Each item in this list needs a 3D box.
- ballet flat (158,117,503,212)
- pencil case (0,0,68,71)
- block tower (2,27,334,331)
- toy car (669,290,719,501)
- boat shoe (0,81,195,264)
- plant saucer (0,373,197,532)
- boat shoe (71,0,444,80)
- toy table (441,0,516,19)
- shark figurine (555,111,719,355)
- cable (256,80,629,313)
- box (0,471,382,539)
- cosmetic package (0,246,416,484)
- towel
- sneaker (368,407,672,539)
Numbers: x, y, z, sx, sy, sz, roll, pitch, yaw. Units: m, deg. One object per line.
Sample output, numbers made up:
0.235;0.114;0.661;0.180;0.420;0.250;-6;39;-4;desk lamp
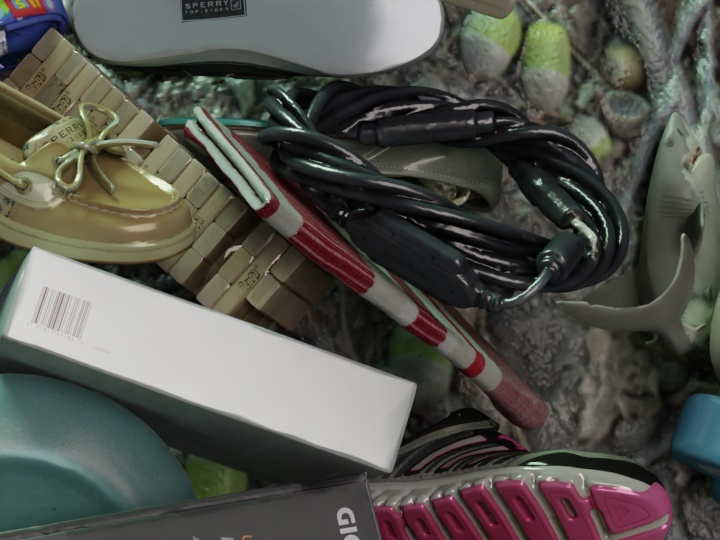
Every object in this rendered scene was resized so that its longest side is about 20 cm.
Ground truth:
-0.015;-0.052;1.250;0.199;0.067;0.064;-2;88;-17;ballet flat
-0.228;-0.193;1.208;0.087;0.078;0.201;-24;84;-27;pencil case
-0.107;-0.044;1.177;0.200;0.058;0.054;41;89;21;block tower
0.297;0.055;1.226;0.199;0.177;0.185;17;79;27;toy car
-0.170;-0.059;1.119;0.199;0.063;0.073;20;26;15;boat shoe
-0.172;0.150;1.116;0.199;0.036;0.201;-3;108;-8;plant saucer
-0.053;-0.134;1.222;0.199;0.057;0.069;2;85;8;boat shoe
0.008;-0.211;1.243;0.199;0.184;0.118;10;57;5;toy table
0.158;0.013;1.270;0.089;0.215;0.129;-9;113;18;shark figurine
0.041;-0.053;1.168;0.200;0.051;0.163;30;36;21;cable
-0.071;0.207;1.060;0.198;0.050;0.201;-7;74;-18;box
-0.089;0.055;1.154;0.199;0.151;0.052;20;73;-12;cosmetic package
0.000;0.000;1.170;0.200;0.144;0.023;38;95;-29;towel
0.072;0.111;1.186;0.074;0.199;0.088;62;38;-26;sneaker
